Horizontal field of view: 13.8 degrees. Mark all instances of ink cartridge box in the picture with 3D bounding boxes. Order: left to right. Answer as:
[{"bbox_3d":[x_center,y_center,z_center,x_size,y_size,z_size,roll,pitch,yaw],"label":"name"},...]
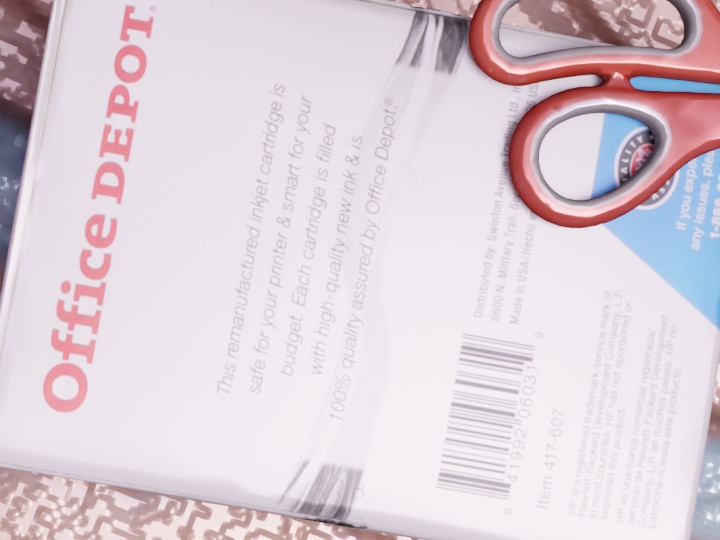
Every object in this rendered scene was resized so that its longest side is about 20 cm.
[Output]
[{"bbox_3d":[0.000,0.000,0.852,0.200,0.084,0.146,11,86,-6],"label":"ink cartridge box"}]

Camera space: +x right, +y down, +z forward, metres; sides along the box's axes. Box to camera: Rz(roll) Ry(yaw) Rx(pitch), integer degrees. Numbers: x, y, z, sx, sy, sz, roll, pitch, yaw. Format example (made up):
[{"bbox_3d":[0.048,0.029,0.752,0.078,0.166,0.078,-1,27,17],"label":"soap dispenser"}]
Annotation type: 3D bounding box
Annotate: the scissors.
[{"bbox_3d":[0.130,-0.054,0.824,0.200,0.014,0.073,-5,85,-8],"label":"scissors"}]
